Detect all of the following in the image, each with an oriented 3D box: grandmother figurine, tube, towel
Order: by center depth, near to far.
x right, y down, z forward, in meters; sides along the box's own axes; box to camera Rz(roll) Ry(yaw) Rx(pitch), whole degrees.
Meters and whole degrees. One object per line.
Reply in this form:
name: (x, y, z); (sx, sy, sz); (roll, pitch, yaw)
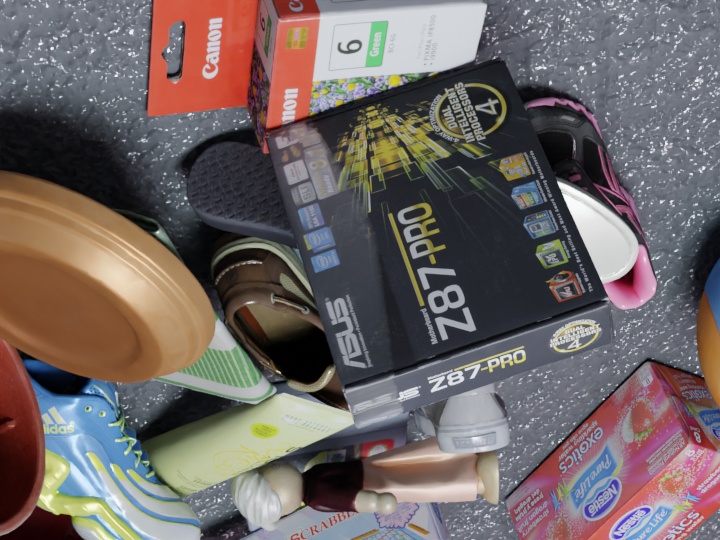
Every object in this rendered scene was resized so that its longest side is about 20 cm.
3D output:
towel: (-0.149, 0.018, 1.134); (0.151, 0.024, 0.201); (13, 150, 30)
tube: (-0.091, 0.124, 1.257); (0.199, 0.052, 0.058); (-25, -172, 42)
grandmother figurine: (0.000, 0.160, 1.310); (0.198, 0.061, 0.121); (-5, 175, -7)

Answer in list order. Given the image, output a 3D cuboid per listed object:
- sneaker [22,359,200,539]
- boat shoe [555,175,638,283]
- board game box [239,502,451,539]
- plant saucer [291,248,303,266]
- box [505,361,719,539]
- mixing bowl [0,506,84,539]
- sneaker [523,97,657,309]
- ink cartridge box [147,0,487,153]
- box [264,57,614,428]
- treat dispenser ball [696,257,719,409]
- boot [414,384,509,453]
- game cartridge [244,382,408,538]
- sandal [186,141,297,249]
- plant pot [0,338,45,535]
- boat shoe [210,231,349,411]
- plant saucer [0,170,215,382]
sneaker: (-0.186, 0.131, 1.235); (0.199, 0.076, 0.105); (29, 116, -18)
boat shoe: (0.091, -0.050, 1.147); (0.198, 0.062, 0.073); (18, 119, -5)
board game box: (-0.012, 0.271, 1.340); (0.199, 0.200, 0.041); (-26, 139, 8)
plant saucer: (0.000, 0.000, 1.230); (0.199, 0.039, 0.202); (-12, 138, -11)
box: (0.231, 0.184, 1.477); (0.099, 0.096, 0.200); (19, 125, -35)
mixing bowl: (-0.256, 0.244, 1.231); (0.199, 0.200, 0.109); (8, 114, -29)
sneaker: (0.157, -0.041, 1.210); (0.079, 0.096, 0.200); (-31, 136, 14)
ink cartridge box: (-0.029, -0.130, 1.070); (0.198, 0.051, 0.110); (-7, 138, -16)
box: (0.043, -0.021, 1.028); (0.160, 0.201, 0.049); (-18, 145, 1)
treat dispenser ball: (0.354, 0.048, 1.303); (0.199, 0.202, 0.202); (-12, 138, -10)
boot: (0.075, 0.075, 1.292); (0.073, 0.097, 0.200); (-7, -177, -5)
game cartridge: (-0.032, 0.161, 1.392); (0.132, 0.041, 0.201); (-6, 137, -10)
sandal: (-0.016, -0.032, 1.106); (0.076, 0.199, 0.043); (-61, 159, -14)
plant pot: (-0.341, 0.115, 1.109); (0.194, 0.202, 0.201); (-28, 139, 20)
boat shoe: (-0.038, 0.057, 1.187); (0.074, 0.075, 0.202); (-28, 133, 20)
plant saucer: (-0.188, 0.013, 1.082); (0.198, 0.038, 0.201); (18, 150, 10)
